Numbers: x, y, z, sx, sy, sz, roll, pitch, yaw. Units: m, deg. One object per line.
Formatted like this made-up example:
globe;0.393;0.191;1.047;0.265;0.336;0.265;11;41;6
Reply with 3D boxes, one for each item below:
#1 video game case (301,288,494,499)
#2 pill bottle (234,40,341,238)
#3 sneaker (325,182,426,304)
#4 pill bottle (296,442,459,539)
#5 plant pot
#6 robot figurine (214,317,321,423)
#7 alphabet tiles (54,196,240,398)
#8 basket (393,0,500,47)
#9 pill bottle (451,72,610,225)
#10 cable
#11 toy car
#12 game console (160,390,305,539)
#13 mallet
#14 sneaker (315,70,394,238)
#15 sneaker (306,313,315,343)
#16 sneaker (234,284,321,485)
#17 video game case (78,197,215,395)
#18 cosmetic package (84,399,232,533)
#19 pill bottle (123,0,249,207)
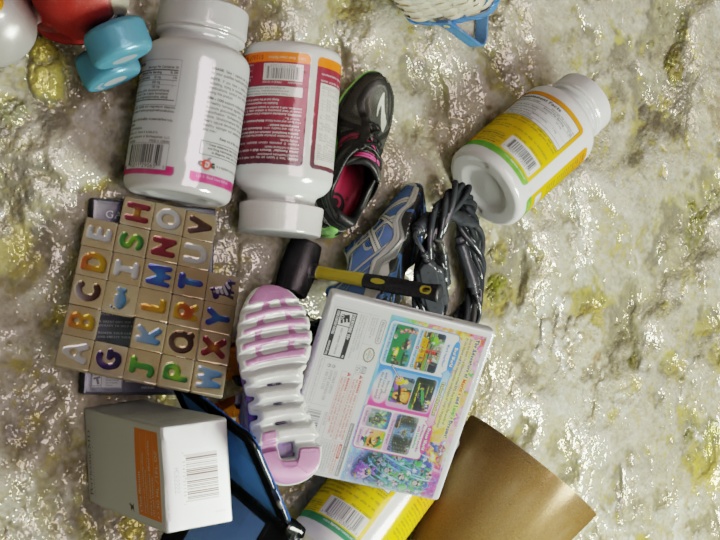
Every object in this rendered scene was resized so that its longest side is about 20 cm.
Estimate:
video game case;0.026;0.133;1.402;0.181;0.024;0.201;14;105;-14
pill bottle;-0.081;-0.139;1.449;0.109;0.109;0.202;7;86;-32
sneaker;0.023;-0.029;1.534;0.076;0.076;0.201;77;31;-45
pill bottle;0.023;0.248;1.511;0.113;0.113;0.200;49;66;-22
plant pot;0.143;0.306;1.563;0.186;0.186;0.200;41;82;-25
robot figurine;-0.061;0.114;1.430;0.198;0.058;0.146;-5;110;-3
alphabet tiles;-0.206;0.021;1.347;0.166;0.008;0.201;12;61;-11
basket;0.109;-0.362;1.565;0.200;0.138;0.178;0;90;-67
pill bottle;0.214;-0.155;1.635;0.200;0.111;0.111;-40;110;-26
cable;0.106;-0.006;1.581;0.164;0.050;0.201;-62;147;-42
toy car;-0.327;-0.252;1.269;0.199;0.177;0.185;-23;91;-18
game console;-0.154;0.226;1.327;0.118;0.200;0.171;34;85;-33
mallet;0.000;0.000;1.462;0.041;0.199;0.066;39;57;-59
sneaker;0.003;-0.130;1.516;0.076;0.084;0.201;22;78;-31
sneaker;-0.063;0.114;1.486;0.088;0.077;0.201;-39;107;-14
sneaker;-0.094;0.117;1.358;0.080;0.088;0.202;-3;82;-22
video game case;-0.223;0.030;1.411;0.142;0.019;0.202;4;87;-33
cosmetic package;-0.202;0.188;1.316;0.071;0.200;0.102;-4;92;-32
pill bottle;-0.176;-0.174;1.386;0.113;0.113;0.202;12;84;-32
